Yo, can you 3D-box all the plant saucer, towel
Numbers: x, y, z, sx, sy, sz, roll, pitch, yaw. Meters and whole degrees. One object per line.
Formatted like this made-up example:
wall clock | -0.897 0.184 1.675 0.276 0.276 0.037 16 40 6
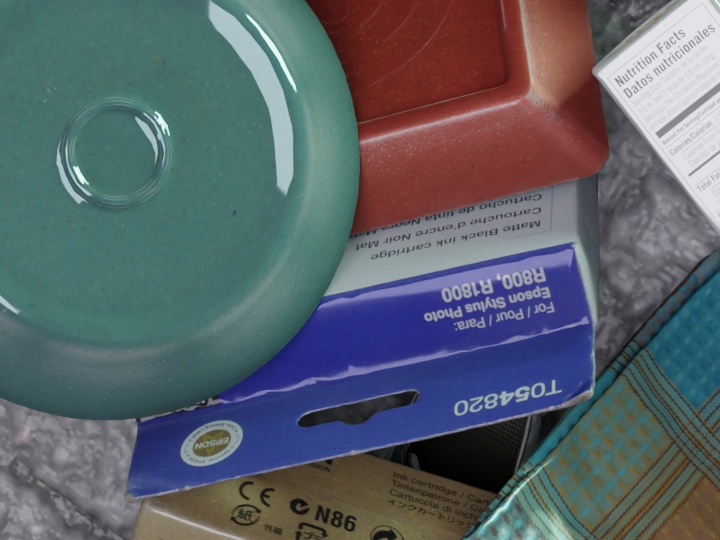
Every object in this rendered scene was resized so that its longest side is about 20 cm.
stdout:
plant saucer | -0.008 -0.111 1.033 0.199 0.037 0.201 -13 60 13
towel | 0.145 0.098 1.013 0.147 0.200 0.022 44 145 4
plant saucer | -0.094 -0.044 0.942 0.198 0.036 0.202 0 88 -13

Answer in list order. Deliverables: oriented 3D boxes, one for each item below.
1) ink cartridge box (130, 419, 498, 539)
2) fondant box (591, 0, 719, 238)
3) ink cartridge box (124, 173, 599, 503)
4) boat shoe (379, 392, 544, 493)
ink cartridge box | -0.007 0.160 1.050 0.199 0.075 0.165 18 129 -2
fondant box | 0.183 -0.023 0.998 0.058 0.144 0.200 -37 88 15
ink cartridge box | 0.000 0.000 1.019 0.198 0.200 0.041 -13 122 13
boat shoe | 0.037 0.088 1.080 0.072 0.071 0.201 18 106 9
